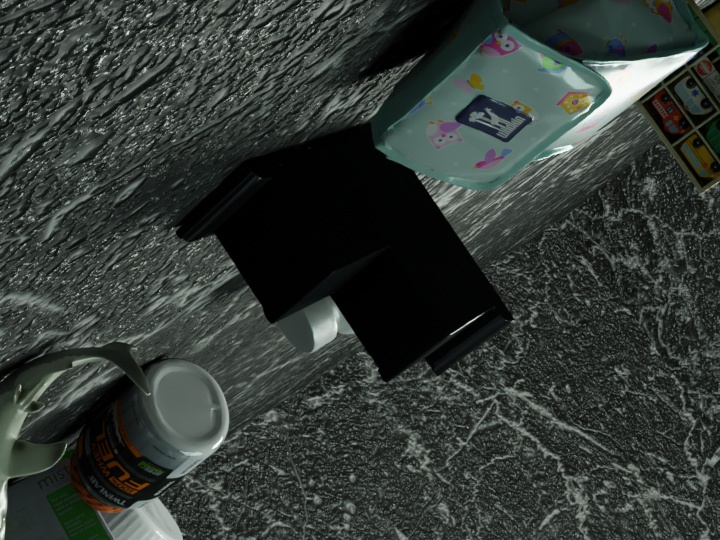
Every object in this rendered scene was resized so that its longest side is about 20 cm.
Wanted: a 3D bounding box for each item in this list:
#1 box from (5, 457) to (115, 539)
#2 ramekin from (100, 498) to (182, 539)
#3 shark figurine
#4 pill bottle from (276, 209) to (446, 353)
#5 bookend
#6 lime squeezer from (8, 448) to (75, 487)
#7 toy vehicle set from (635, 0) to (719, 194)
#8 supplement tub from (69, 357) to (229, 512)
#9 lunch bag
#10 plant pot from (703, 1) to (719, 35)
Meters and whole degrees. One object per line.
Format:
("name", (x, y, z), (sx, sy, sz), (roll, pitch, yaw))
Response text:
("box", (-0.392, 0.351, 1.598), (0.198, 0.177, 0.097), (-25, 159, -25))
("ramekin", (-0.372, 0.399, 2.155), (0.098, 0.201, 0.200), (-42, 174, -2))
("shark figurine", (-0.279, 0.113, 1.108), (0.215, 0.128, 0.089), (-51, -155, -18))
("pill bottle", (0.000, 0.000, 1.474), (0.199, 0.110, 0.110), (-32, 174, -24))
("bookend", (-0.006, 0.005, 1.054), (0.092, 0.201, 0.198), (-38, 174, 33))
("lime squeezer", (-0.345, 0.219, 1.697), (0.199, 0.038, 0.071), (-34, 143, -5))
("toy vehicle set", (0.401, -0.209, 1.623), (0.124, 0.201, 0.026), (-37, 174, 20))
("supplement tub", (-0.249, 0.197, 1.569), (0.200, 0.123, 0.122), (-41, 171, 39))
("lunch bag", (0.118, -0.145, 0.966), (0.199, 0.123, 0.170), (-19, 168, -39))
("plant pot", (0.544, -0.287, 1.901), (0.200, 0.196, 0.194), (-41, 174, 0))
